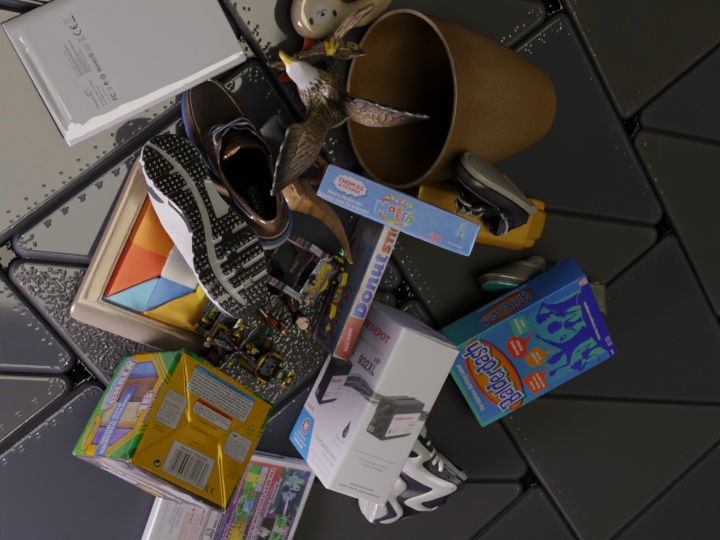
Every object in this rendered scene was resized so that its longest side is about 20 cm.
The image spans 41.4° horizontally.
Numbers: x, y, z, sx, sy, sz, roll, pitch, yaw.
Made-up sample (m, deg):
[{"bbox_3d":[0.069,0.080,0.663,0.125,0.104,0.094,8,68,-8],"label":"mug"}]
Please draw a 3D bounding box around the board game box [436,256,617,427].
[{"bbox_3d":[0.206,0.093,1.190,0.200,0.045,0.152,-30,128,4],"label":"board game box"}]

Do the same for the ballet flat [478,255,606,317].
[{"bbox_3d":[0.235,0.016,1.223,0.200,0.067,0.064,18,69,-27],"label":"ballet flat"}]

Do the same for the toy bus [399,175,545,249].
[{"bbox_3d":[0.136,-0.070,1.140,0.200,0.078,0.065,10,100,-25],"label":"toy bus"}]

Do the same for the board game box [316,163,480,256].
[{"bbox_3d":[0.043,-0.059,0.960,0.151,0.200,0.037,22,95,4],"label":"board game box"}]

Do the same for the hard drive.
[{"bbox_3d":[-0.233,-0.228,0.956,0.200,0.026,0.132,-29,100,-13],"label":"hard drive"}]

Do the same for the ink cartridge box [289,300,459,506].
[{"bbox_3d":[0.012,0.146,1.109,0.084,0.145,0.200,24,94,-25],"label":"ink cartridge box"}]

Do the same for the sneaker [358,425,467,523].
[{"bbox_3d":[0.081,0.225,1.197,0.129,0.079,0.200,4,103,-25],"label":"sneaker"}]

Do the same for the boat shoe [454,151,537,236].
[{"bbox_3d":[0.136,-0.072,1.013,0.063,0.073,0.200,-45,160,13],"label":"boat shoe"}]

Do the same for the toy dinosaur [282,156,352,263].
[{"bbox_3d":[-0.070,-0.087,1.041,0.200,0.060,0.106,28,71,9],"label":"toy dinosaur"}]

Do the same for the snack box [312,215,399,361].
[{"bbox_3d":[0.000,0.000,1.105,0.024,0.072,0.200,19,96,-27],"label":"snack box"}]

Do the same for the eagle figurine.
[{"bbox_3d":[-0.032,-0.161,0.946,0.151,0.200,0.152,6,134,-28],"label":"eagle figurine"}]

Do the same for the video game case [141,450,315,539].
[{"bbox_3d":[-0.165,0.308,1.148,0.182,0.023,0.200,17,96,-26],"label":"video game case"}]

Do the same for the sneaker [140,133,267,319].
[{"bbox_3d":[-0.156,-0.041,0.963,0.074,0.080,0.200,-25,84,-20],"label":"sneaker"}]

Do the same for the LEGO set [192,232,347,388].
[{"bbox_3d":[-0.079,0.044,1.034,0.200,0.116,0.154,-52,136,-11],"label":"LEGO set"}]

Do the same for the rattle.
[{"bbox_3d":[-0.008,-0.284,0.992,0.130,0.143,0.200,30,85,-45],"label":"rattle"}]

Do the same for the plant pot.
[{"bbox_3d":[0.117,-0.187,1.059,0.200,0.186,0.187,-6,107,-35],"label":"plant pot"}]

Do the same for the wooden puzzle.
[{"bbox_3d":[-0.193,-0.005,1.042,0.185,0.037,0.200,24,94,-27],"label":"wooden puzzle"}]

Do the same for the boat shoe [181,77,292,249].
[{"bbox_3d":[-0.123,-0.122,0.977,0.072,0.072,0.200,-28,79,-15],"label":"boat shoe"}]

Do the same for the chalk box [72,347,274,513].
[{"bbox_3d":[-0.208,0.166,1.006,0.124,0.200,0.124,36,66,-27],"label":"chalk box"}]
